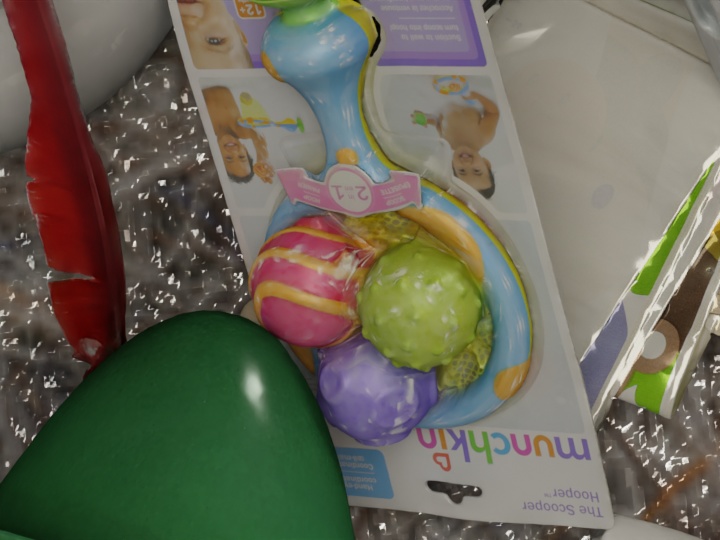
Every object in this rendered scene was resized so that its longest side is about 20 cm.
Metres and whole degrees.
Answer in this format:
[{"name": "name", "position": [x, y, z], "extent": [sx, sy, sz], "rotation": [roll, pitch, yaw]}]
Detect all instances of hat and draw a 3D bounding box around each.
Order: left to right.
[{"name": "hat", "position": [-0.040, 0.025, 0.934], "extent": [0.165, 0.200, 0.177], "rotation": [13, 77, 16]}]

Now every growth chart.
[{"name": "growth chart", "position": [0.072, -0.020, 0.984], "extent": [0.145, 0.018, 0.200], "rotation": [38, 90, 17]}]

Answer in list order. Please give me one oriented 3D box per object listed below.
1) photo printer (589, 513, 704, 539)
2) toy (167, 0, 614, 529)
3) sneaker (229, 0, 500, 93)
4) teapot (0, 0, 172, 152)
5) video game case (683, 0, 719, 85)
[{"name": "photo printer", "position": [0.094, 0.190, 0.964], "extent": [0.166, 0.069, 0.200], "rotation": [34, 90, 4]}, {"name": "toy", "position": [0.000, 0.000, 0.926], "extent": [0.115, 0.047, 0.201], "rotation": [3, 118, 34]}, {"name": "sneaker", "position": [0.028, -0.120, 0.962], "extent": [0.066, 0.090, 0.200], "rotation": [41, 92, 23]}, {"name": "teapot", "position": [-0.142, -0.125, 0.948], "extent": [0.197, 0.146, 0.200], "rotation": [-30, 89, 2]}, {"name": "video game case", "position": [0.151, -0.171, 0.907], "extent": [0.023, 0.182, 0.200], "rotation": [30, 77, 30]}]
